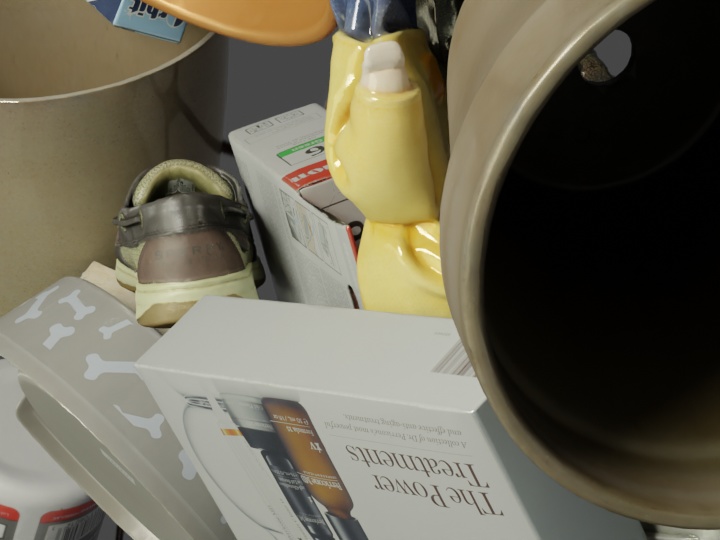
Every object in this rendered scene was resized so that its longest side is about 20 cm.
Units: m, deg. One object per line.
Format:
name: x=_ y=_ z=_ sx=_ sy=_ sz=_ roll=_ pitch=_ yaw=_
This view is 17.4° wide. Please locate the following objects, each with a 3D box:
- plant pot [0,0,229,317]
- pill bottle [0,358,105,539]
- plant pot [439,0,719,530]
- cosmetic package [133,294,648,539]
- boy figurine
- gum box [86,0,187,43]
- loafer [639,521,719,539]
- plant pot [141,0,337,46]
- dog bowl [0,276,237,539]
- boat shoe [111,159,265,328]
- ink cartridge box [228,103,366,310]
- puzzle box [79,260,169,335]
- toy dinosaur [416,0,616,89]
plant pot: x=-0.152 y=-0.044 z=1.248 sx=0.187 sy=0.186 sz=0.201 roll=40 pitch=142 yaw=50
pill bottle: x=-0.221 y=0.160 z=1.448 sx=0.116 sy=0.115 sz=0.201 roll=59 pitch=142 yaw=35
plant pot: x=0.106 y=-0.045 z=0.788 sx=0.174 sy=0.199 sz=0.201 roll=-118 pitch=32 yaw=-59
cosmetic package: x=0.018 y=0.088 z=0.913 sx=0.199 sy=0.052 sz=0.151 roll=4 pitch=132 yaw=49
boy figurine: x=0.017 y=-0.064 z=0.893 sx=0.124 sy=0.064 sz=0.201 roll=1 pitch=-102 yaw=-84
gum box: x=-0.107 y=-0.239 z=1.184 sx=0.170 sy=0.044 sz=0.201 roll=40 pitch=112 yaw=50
loafer: x=0.095 y=0.099 z=0.931 sx=0.200 sy=0.070 sz=0.070 roll=-29 pitch=65 yaw=59
plant pot: x=-0.065 y=-0.210 z=1.011 sx=0.200 sy=0.200 sz=0.141 roll=0 pitch=57 yaw=60
dog bowl: x=-0.099 y=0.084 z=1.120 sx=0.200 sy=0.059 sz=0.200 roll=41 pitch=165 yaw=13
boat shoe: x=-0.078 y=-0.019 z=1.086 sx=0.200 sy=0.073 sz=0.065 roll=-140 pitch=47 yaw=-77
ink cartridge box: x=0.000 y=0.000 z=1.025 sx=0.200 sy=0.050 sz=0.110 roll=-142 pitch=34 yaw=-69
puzzle box: x=-0.051 y=0.060 z=1.132 sx=0.025 sy=0.133 sz=0.200 roll=-54 pitch=32 yaw=-9
toy dinosaur: x=0.048 y=-0.098 z=0.966 sx=0.103 sy=0.077 sz=0.200 roll=63 pitch=151 yaw=8
